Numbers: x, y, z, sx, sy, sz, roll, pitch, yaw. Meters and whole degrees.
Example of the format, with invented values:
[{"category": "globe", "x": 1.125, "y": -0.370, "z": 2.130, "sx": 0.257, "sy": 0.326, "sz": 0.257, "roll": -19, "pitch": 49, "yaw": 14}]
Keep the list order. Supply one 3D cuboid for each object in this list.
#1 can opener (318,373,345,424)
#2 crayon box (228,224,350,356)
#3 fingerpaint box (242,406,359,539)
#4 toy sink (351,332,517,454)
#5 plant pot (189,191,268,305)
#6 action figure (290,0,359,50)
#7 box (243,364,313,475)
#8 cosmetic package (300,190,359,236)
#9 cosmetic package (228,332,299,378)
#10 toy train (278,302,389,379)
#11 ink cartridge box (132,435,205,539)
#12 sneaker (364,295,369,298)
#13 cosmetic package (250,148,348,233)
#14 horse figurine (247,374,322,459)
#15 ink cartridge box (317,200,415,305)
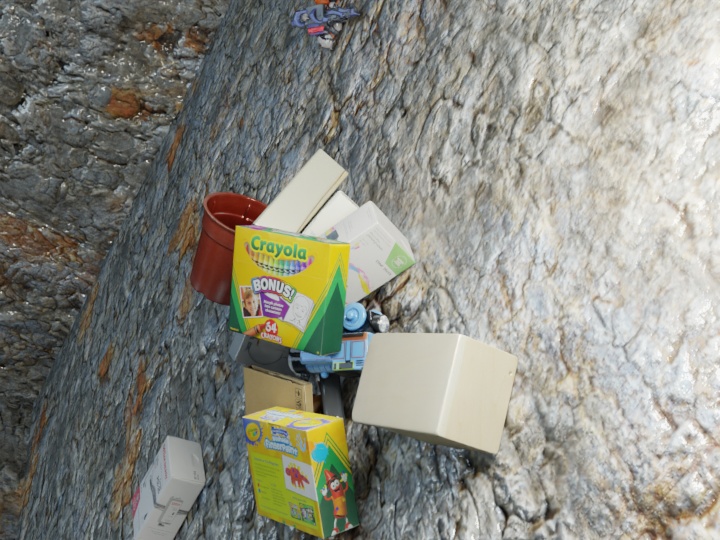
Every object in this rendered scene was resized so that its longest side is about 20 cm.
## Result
[{"category": "can opener", "x": -0.042, "y": 0.169, "z": 1.559, "sx": 0.053, "sy": 0.066, "sz": 0.201, "roll": 70, "pitch": -165, "yaw": -58}, {"category": "crayon box", "x": -0.116, "y": 0.027, "z": 1.459, "sx": 0.200, "sy": 0.058, "sz": 0.173, "roll": 12, "pitch": 102, "yaw": 35}, {"category": "fingerpaint box", "x": -0.095, "y": 0.308, "z": 1.443, "sx": 0.200, "sy": 0.073, "sz": 0.167, "roll": -4, "pitch": 96, "yaw": 55}, {"category": "toy sink", "x": 0.098, "y": 0.161, "z": 1.233, "sx": 0.200, "sy": 0.112, "sz": 0.131, "roll": -7, "pitch": 65, "yaw": 56}, {"category": "plant pot", "x": -0.283, "y": -0.040, "z": 2.062, "sx": 0.201, "sy": 0.200, "sz": 0.196, "roll": -113, "pitch": 42, "yaw": -56}, {"category": "action figure", "x": -0.057, "y": -0.617, "z": 2.194, "sx": 0.200, "sy": 0.104, "sz": 0.194, "roll": 11, "pitch": 87, "yaw": 37}, {"category": "box", "x": -0.138, "y": 0.271, "z": 1.562, "sx": 0.163, "sy": 0.021, "sz": 0.201, "roll": 10, "pitch": 107, "yaw": 45}, {"category": "cosmetic package", "x": -0.050, "y": -0.082, "z": 1.657, "sx": 0.105, "sy": 0.071, "sz": 0.200, "roll": -49, "pitch": 6, "yaw": 1}, {"category": "cosmetic package", "x": -0.132, "y": 0.090, "z": 1.694, "sx": 0.201, "sy": 0.150, "sz": 0.052, "roll": -67, "pitch": 27, "yaw": 5}, {"category": "toy train", "x": -0.042, "y": 0.117, "z": 1.496, "sx": 0.199, "sy": 0.087, "sz": 0.115, "roll": -7, "pitch": 71, "yaw": 33}, {"category": "ink cartridge box", "x": -0.427, "y": 0.489, "z": 2.048, "sx": 0.200, "sy": 0.083, "sz": 0.147, "roll": -60, "pitch": 27, "yaw": 19}, {"category": "sneaker", "x": 0.000, "y": 0.000, "z": 1.616, "sx": 0.200, "sy": 0.075, "sz": 0.087, "roll": -48, "pitch": 71, "yaw": 15}, {"category": "cosmetic package", "x": -0.117, "y": -0.110, "z": 1.625, "sx": 0.200, "sy": 0.073, "sz": 0.104, "roll": -53, "pitch": 7, "yaw": -27}, {"category": "horse figurine", "x": -0.121, "y": 0.266, "z": 1.641, "sx": 0.132, "sy": 0.050, "sz": 0.200, "roll": 29, "pitch": 89, "yaw": 48}, {"category": "ink cartridge box", "x": -0.026, "y": -0.009, "z": 1.523, "sx": 0.200, "sy": 0.117, "sz": 0.067, "roll": -34, "pitch": 38, "yaw": 15}]
